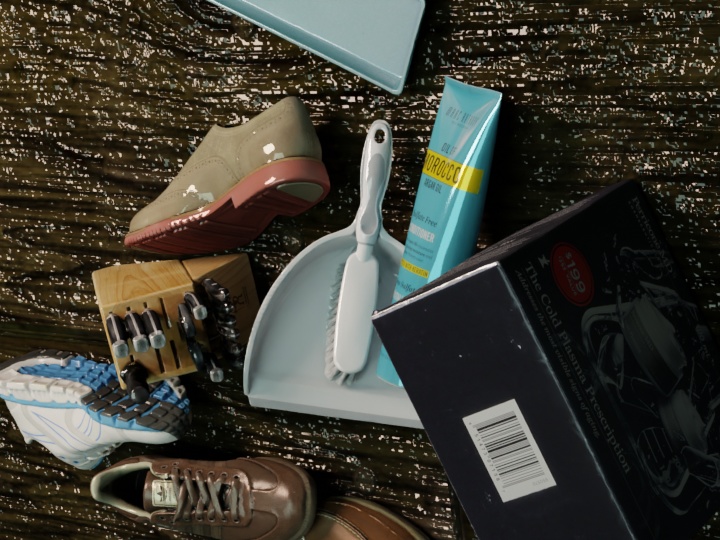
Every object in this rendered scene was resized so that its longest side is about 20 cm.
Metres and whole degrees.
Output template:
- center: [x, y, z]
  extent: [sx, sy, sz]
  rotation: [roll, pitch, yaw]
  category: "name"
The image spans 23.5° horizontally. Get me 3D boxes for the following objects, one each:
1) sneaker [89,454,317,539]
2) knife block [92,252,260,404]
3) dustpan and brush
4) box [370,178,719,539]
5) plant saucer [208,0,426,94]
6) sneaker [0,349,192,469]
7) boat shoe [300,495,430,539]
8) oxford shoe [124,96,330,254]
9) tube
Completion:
- center: [-0.122, 0.176, 1.302]
  extent: [0.200, 0.075, 0.071]
  rotation: [-4, 85, 43]
  category: "sneaker"
- center: [-0.159, 0.044, 1.236]
  extent: [0.200, 0.175, 0.064]
  rotation: [-4, 104, 36]
  category: "knife block"
- center: [0.000, 0.000, 1.171]
  extent: [0.139, 0.057, 0.201]
  rotation: [8, 84, -3]
  category: "dustpan and brush"
- center: [0.131, 0.071, 1.044]
  extent: [0.104, 0.182, 0.200]
  rotation: [-25, 93, 37]
  category: "box"
- center: [-0.042, -0.190, 1.169]
  extent: [0.200, 0.019, 0.070]
  rotation: [28, 121, 22]
  category: "plant saucer"
- center: [-0.204, 0.120, 1.370]
  extent: [0.200, 0.075, 0.087]
  rotation: [9, 119, 40]
  category: "sneaker"
- center: [0.031, 0.241, 1.241]
  extent: [0.200, 0.074, 0.076]
  rotation: [38, 124, 21]
  category: "boat shoe"
- center: [-0.097, -0.063, 1.237]
  extent: [0.200, 0.070, 0.075]
  rotation: [-21, 68, 39]
  category: "oxford shoe"
- center: [0.054, -0.022, 1.119]
  extent: [0.077, 0.050, 0.201]
  rotation: [28, 109, 57]
  category: "tube"
